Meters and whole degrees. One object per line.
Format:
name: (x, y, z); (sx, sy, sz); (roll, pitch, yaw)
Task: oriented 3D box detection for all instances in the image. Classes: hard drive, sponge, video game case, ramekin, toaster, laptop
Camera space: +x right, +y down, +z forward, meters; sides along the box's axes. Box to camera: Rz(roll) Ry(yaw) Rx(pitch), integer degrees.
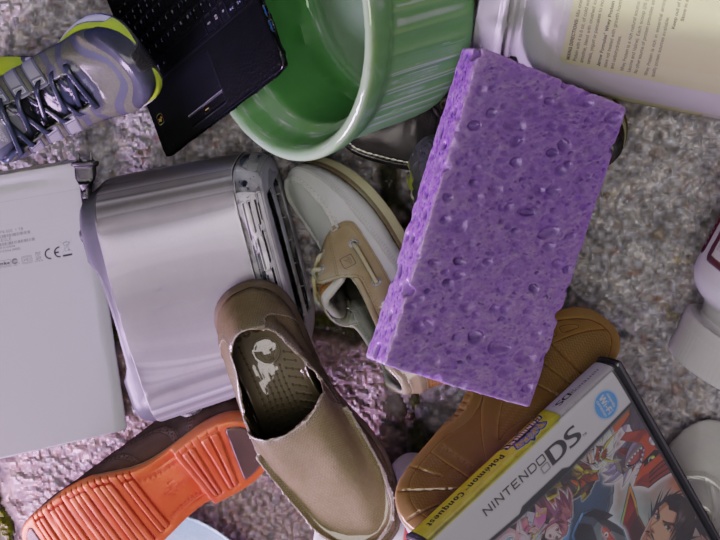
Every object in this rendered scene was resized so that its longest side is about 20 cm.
hard drive: (-0.246, 0.030, 1.179); (0.131, 0.027, 0.202); (-11, 103, -20)
sponge: (0.085, -0.025, 1.019); (0.111, 0.030, 0.201); (16, 92, -24)
video game case: (0.146, 0.189, 1.070); (0.180, 0.025, 0.201); (-40, 111, -19)
ramekin: (-0.018, -0.177, 1.043); (0.200, 0.097, 0.201); (28, 126, 46)
toaster: (-0.110, 0.000, 1.138); (0.128, 0.114, 0.201); (-13, 103, 7)
laptop: (-0.159, -0.182, 1.058); (0.177, 0.103, 0.201); (-26, 84, 56)

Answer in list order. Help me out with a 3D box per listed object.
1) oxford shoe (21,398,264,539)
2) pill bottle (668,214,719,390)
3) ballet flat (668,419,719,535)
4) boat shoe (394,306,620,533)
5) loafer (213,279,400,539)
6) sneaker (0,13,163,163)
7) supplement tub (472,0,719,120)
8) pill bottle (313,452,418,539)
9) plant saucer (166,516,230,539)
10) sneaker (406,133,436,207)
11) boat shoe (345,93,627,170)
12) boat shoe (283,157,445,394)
oxford shoe: (-0.153, 0.152, 1.198); (0.199, 0.073, 0.072); (-25, 113, 7)
pill bottle: (0.287, -0.017, 1.080); (0.109, 0.110, 0.201); (25, 106, 1)
ballet flat: (0.215, 0.202, 1.165); (0.069, 0.069, 0.201); (28, 105, 0)
boat shoe: (0.097, 0.107, 1.103); (0.071, 0.069, 0.200); (39, 71, 23)
loafer: (-0.040, 0.104, 1.070); (0.076, 0.067, 0.201); (-29, 100, 13)
sneaker: (-0.211, -0.109, 1.102); (0.199, 0.081, 0.074); (-16, 119, 41)
supplement tub: (0.179, -0.178, 1.038); (0.199, 0.145, 0.146); (12, 105, 5)
pill bottle: (0.070, 0.191, 1.156); (0.198, 0.114, 0.115); (10, 105, 5)
plant saucer: (-0.152, 0.275, 1.239); (0.199, 0.039, 0.203); (1, 94, 8)
sneaker: (0.088, -0.017, 1.114); (0.084, 0.075, 0.201); (-19, 130, -1)
boat shoe: (0.080, -0.097, 1.111); (0.199, 0.066, 0.072); (4, 104, 7)
boat shoe: (0.000, 0.000, 1.095); (0.068, 0.075, 0.200); (-32, 54, -15)
